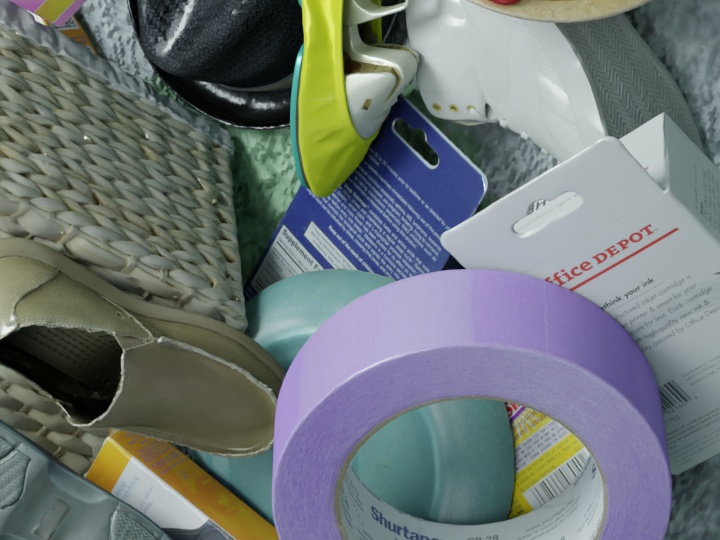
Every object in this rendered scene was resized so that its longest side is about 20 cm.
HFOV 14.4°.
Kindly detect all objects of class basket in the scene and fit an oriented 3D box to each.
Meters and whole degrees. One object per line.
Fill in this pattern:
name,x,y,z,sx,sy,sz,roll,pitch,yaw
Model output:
basket,-0.195,-0.010,1.581,0.198,0.200,0.161,-42,37,26

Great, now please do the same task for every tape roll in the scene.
tape roll,0.055,0.098,1.439,0.200,0.066,0.200,1,125,1

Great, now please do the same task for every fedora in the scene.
fedora,-0.071,-0.174,1.577,0.200,0.092,0.201,4,100,27

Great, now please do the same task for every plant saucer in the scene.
plant saucer,-0.014,0.100,1.549,0.200,0.036,0.200,5,101,26

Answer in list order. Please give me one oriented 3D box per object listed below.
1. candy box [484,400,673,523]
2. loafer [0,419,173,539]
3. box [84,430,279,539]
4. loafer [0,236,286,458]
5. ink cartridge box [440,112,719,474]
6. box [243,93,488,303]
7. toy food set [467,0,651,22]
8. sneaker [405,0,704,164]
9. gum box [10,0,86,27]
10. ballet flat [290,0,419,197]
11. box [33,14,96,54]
candy box,0.065,0.124,1.547,0.200,0.026,0.102,-39,77,27
loafer,-0.150,0.142,1.529,0.200,0.063,0.072,43,93,-6
box,-0.080,0.188,1.557,0.200,0.041,0.119,37,117,10
loafer,-0.123,0.055,1.488,0.200,0.068,0.076,25,127,-22
ink cartridge box,0.145,0.001,1.449,0.116,0.068,0.200,-31,121,27
box,0.000,0.000,1.584,0.121,0.032,0.200,47,119,35
toy food set,0.099,-0.219,1.453,0.198,0.049,0.200,-3,68,-7
sneaker,0.102,-0.087,1.525,0.116,0.074,0.200,-22,99,49
gum box,-0.143,-0.235,1.504,0.200,0.113,0.066,-42,45,23
ballet flat,-0.002,-0.129,1.511,0.067,0.067,0.200,7,113,22
box,-0.233,-0.142,1.691,0.119,0.041,0.200,-35,79,27
